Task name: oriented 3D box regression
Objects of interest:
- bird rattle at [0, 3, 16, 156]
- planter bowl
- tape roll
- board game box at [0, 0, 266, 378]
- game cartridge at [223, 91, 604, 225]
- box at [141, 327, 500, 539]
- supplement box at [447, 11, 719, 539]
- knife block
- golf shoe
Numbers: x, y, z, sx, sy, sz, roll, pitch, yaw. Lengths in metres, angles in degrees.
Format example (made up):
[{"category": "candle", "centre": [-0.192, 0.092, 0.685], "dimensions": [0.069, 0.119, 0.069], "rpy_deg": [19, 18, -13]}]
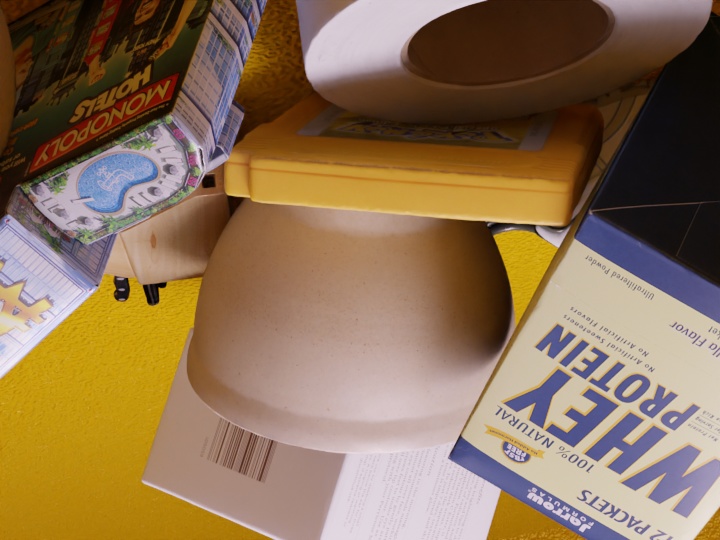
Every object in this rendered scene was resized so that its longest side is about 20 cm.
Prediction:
[{"category": "bird rattle", "centre": [-0.194, -0.084, 0.738], "dimensions": [0.112, 0.201, 0.163], "rpy_deg": [-16, -175, 28]}, {"category": "planter bowl", "centre": [0.000, 0.000, 1.028], "dimensions": [0.198, 0.136, 0.201], "rpy_deg": [4, -157, -2]}, {"category": "tape roll", "centre": [0.067, -0.141, 0.847], "dimensions": [0.201, 0.071, 0.203], "rpy_deg": [-7, 163, -2]}, {"category": "board game box", "centre": [-0.125, -0.056, 0.813], "dimensions": [0.199, 0.201, 0.062], "rpy_deg": [-20, 131, 36]}, {"category": "game cartridge", "centre": [0.035, -0.064, 0.930], "dimensions": [0.175, 0.033, 0.200], "rpy_deg": [5, -166, 11]}, {"category": "box", "centre": [-0.016, 0.123, 1.155], "dimensions": [0.151, 0.107, 0.200], "rpy_deg": [16, 177, 34]}, {"category": "supplement box", "centre": [0.169, 0.012, 0.929], "dimensions": [0.134, 0.200, 0.200], "rpy_deg": [30, 135, 5]}, {"category": "knife block", "centre": [-0.103, -0.035, 1.127], "dimensions": [0.199, 0.065, 0.175], "rpy_deg": [-23, 158, 40]}, {"category": "golf shoe", "centre": [0.141, -0.058, 1.106], "dimensions": [0.198, 0.098, 0.078], "rpy_deg": [-14, 160, 14]}]
